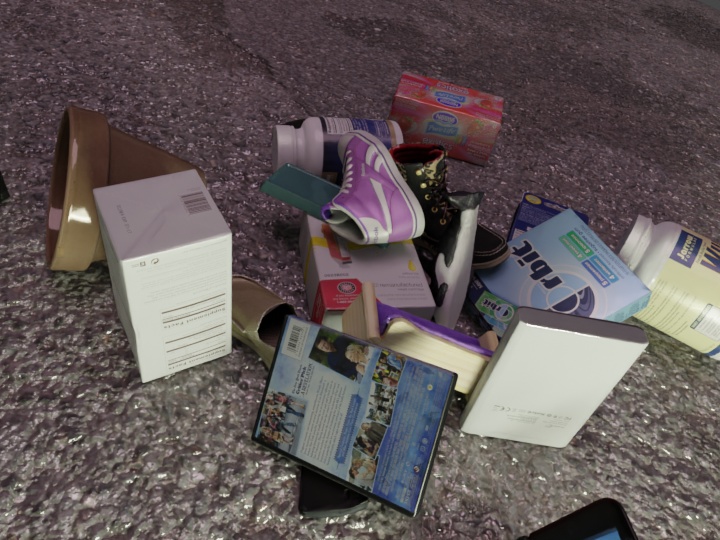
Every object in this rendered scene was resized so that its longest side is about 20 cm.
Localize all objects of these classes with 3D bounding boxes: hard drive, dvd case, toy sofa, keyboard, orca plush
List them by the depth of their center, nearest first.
[{"bbox_3d":[-0.013,0.141,0.605,0.199,0.144,0.018,16,1,25],"label":"dvd case"},{"bbox_3d":[0.199,0.123,0.645,0.131,0.201,0.026,10,43,-4],"label":"hard drive"},{"bbox_3d":[-0.010,0.180,0.669,0.103,0.040,0.201,-8,45,11],"label":"keyboard"},{"bbox_3d":[0.083,0.082,0.685,0.199,0.098,0.083,22,39,-25],"label":"toy sofa"},{"bbox_3d":[0.100,-0.011,0.767,0.071,0.201,0.105,20,41,26],"label":"orca plush"}]

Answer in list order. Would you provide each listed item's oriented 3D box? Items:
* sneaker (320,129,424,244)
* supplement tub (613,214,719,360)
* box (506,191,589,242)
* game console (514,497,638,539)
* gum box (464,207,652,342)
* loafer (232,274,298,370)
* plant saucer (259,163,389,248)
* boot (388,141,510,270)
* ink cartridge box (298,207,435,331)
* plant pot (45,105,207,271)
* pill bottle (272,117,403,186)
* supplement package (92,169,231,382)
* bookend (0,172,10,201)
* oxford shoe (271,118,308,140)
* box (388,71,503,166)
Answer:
[{"bbox_3d":[-0.010,-0.113,0.777,0.113,0.073,0.201,-14,49,-22],"label":"sneaker"},{"bbox_3d":[0.459,0.020,0.848,0.199,0.146,0.145,30,47,16],"label":"supplement tub"},{"bbox_3d":[0.296,-0.043,0.950,0.120,0.033,0.201,22,47,8],"label":"box"},{"bbox_3d":[0.162,0.317,0.505,0.171,0.119,0.201,0,46,-13],"label":"game console"},{"bbox_3d":[0.253,0.026,0.810,0.199,0.045,0.170,-28,54,-5],"label":"gum box"},{"bbox_3d":[-0.111,0.061,0.722,0.075,0.069,0.200,-28,54,-34],"label":"loafer"},{"bbox_3d":[-0.038,-0.094,0.814,0.199,0.019,0.070,27,45,13],"label":"plant saucer"},{"bbox_3d":[0.117,-0.093,0.835,0.073,0.151,0.200,-33,37,-20],"label":"boot"},{"bbox_3d":[0.000,0.000,0.801,0.144,0.084,0.201,-1,46,-15],"label":"ink cartridge box"},{"bbox_3d":[-0.299,-0.090,0.768,0.173,0.201,0.201,8,41,-33],"label":"plant pot"},{"bbox_3d":[-0.039,-0.188,0.957,0.198,0.112,0.112,-1,46,-14],"label":"pill bottle"},{"bbox_3d":[-0.212,0.010,0.658,0.109,0.201,0.114,-17,53,-26],"label":"supplement package"},{"bbox_3d":[-0.617,-0.122,0.768,0.198,0.093,0.200,27,48,16],"label":"bookend"},{"bbox_3d":[-0.059,-0.232,1.041,0.198,0.072,0.071,-4,19,-17],"label":"oxford shoe"},{"bbox_3d":[0.156,-0.283,1.108,0.198,0.095,0.103,16,45,3],"label":"box"}]
